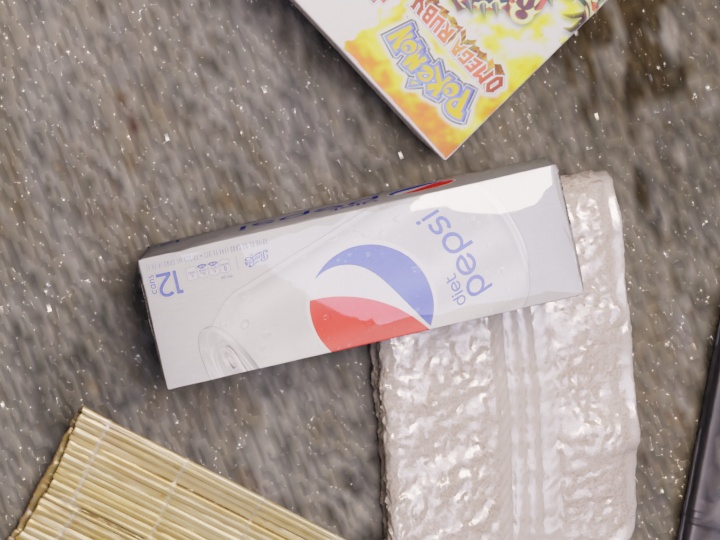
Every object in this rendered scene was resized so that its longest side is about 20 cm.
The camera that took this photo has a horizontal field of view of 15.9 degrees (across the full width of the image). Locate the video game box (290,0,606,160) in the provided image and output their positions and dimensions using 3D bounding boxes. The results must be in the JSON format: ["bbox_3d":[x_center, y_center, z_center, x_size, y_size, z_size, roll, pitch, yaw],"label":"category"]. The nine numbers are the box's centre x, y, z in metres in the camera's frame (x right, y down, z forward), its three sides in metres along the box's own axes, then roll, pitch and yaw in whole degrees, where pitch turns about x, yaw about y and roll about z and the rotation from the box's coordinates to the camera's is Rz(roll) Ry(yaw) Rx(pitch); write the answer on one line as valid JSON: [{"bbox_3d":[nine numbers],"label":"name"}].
[{"bbox_3d":[0.037,-0.183,1.194,0.182,0.047,0.200,-44,117,3],"label":"video game box"}]

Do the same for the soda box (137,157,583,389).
[{"bbox_3d":[0.000,0.000,1.199,0.199,0.068,0.064,-13,96,0],"label":"soda box"}]

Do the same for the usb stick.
[{"bbox_3d":[0.196,0.086,1.305,0.055,0.033,0.201,10,94,-9],"label":"usb stick"}]

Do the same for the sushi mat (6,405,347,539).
[{"bbox_3d":[-0.068,0.148,1.237,0.199,0.012,0.096,28,102,-13],"label":"sushi mat"}]

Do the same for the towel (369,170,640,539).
[{"bbox_3d":[0.069,0.057,1.266,0.132,0.034,0.201,-7,98,-15],"label":"towel"}]
